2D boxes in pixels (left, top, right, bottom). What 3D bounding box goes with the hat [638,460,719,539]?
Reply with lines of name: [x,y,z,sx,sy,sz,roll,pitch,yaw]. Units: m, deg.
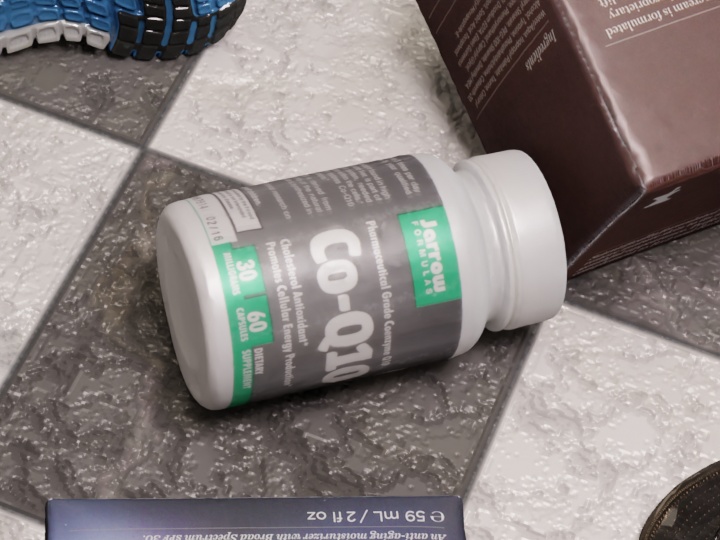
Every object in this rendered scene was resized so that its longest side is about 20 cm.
hat: [0.237,0.157,1.201,0.200,0.081,0.201,4,53,-5]

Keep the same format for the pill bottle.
pill bottle: [0.000,0.000,1.272,0.199,0.113,0.113,-13,55,-15]

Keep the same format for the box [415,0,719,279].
box: [0.155,-0.128,1.322,0.165,0.164,0.201,-19,77,-21]

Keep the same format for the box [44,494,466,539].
box: [-0.046,0.216,1.098,0.199,0.123,0.199,-1,54,-7]

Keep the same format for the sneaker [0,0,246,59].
sneaker: [-0.167,-0.177,1.417,0.199,0.075,0.087,1,47,-7]
